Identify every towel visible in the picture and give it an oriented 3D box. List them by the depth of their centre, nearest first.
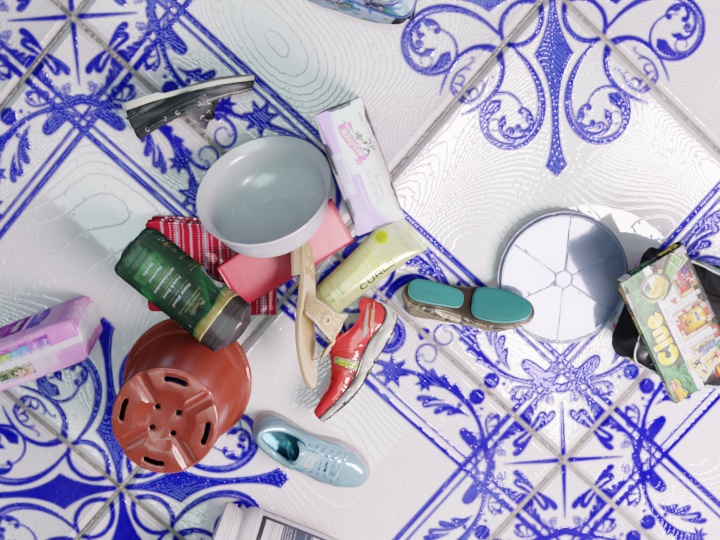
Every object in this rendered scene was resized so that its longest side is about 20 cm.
[{"bbox_3d":[-0.223,-0.006,1.458,0.197,0.022,0.147,2,100,-1],"label":"towel"}]

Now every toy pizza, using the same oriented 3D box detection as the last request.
[{"bbox_3d":[0.303,0.010,1.462,0.197,0.032,0.203,0,101,-1],"label":"toy pizza"}]

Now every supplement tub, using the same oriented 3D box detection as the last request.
[{"bbox_3d":[-0.133,0.445,1.473,0.198,0.140,0.142,22,99,-4],"label":"supplement tub"}]

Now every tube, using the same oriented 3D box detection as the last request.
[{"bbox_3d":[0.000,0.000,1.449,0.199,0.052,0.058,-40,136,3],"label":"tube"}]

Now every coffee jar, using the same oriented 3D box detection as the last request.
[{"bbox_3d":[-0.248,0.030,1.388,0.199,0.104,0.086,38,90,1],"label":"coffee jar"}]

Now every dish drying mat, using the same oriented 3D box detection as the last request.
[{"bbox_3d":[-0.111,-0.026,1.443,0.198,0.018,0.077,-31,107,-5],"label":"dish drying mat"}]

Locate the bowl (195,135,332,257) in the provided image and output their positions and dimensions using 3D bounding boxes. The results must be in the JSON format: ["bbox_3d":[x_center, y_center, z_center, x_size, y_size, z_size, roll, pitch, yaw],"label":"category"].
[{"bbox_3d":[-0.127,-0.089,1.388,0.198,0.203,0.091,-16,142,2],"label":"bowl"}]

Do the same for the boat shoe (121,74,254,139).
[{"bbox_3d":[-0.241,-0.232,1.395,0.196,0.075,0.067,-13,102,2],"label":"boat shoe"}]

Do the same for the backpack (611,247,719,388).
[{"bbox_3d":[0.476,0.073,1.412,0.197,0.151,0.180,17,97,-10],"label":"backpack"}]

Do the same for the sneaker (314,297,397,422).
[{"bbox_3d":[-0.021,0.132,1.466,0.084,0.077,0.202,31,91,6],"label":"sneaker"}]

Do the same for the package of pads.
[{"bbox_3d":[-0.484,0.113,1.424,0.198,0.121,0.077,-21,105,3],"label":"package of pads"}]

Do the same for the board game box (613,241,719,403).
[{"bbox_3d":[0.429,0.073,1.321,0.104,0.023,0.201,-30,107,0],"label":"board game box"}]

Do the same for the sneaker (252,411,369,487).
[{"bbox_3d":[-0.078,0.286,1.477,0.198,0.082,0.075,24,99,-4],"label":"sneaker"}]

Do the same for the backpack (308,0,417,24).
[{"bbox_3d":[-0.006,-0.445,1.326,0.197,0.147,0.186,13,97,0],"label":"backpack"}]

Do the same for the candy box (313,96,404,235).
[{"bbox_3d":[-0.002,-0.149,1.347,0.071,0.200,0.170,-19,99,3],"label":"candy box"}]

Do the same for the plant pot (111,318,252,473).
[{"bbox_3d":[-0.263,0.186,1.402,0.197,0.195,0.204,0,100,-1],"label":"plant pot"}]

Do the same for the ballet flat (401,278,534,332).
[{"bbox_3d":[0.159,0.058,1.448,0.197,0.076,0.069,9,57,10],"label":"ballet flat"}]

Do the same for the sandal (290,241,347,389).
[{"bbox_3d":[-0.053,0.057,1.389,0.069,0.078,0.215,-9,78,14],"label":"sandal"}]
